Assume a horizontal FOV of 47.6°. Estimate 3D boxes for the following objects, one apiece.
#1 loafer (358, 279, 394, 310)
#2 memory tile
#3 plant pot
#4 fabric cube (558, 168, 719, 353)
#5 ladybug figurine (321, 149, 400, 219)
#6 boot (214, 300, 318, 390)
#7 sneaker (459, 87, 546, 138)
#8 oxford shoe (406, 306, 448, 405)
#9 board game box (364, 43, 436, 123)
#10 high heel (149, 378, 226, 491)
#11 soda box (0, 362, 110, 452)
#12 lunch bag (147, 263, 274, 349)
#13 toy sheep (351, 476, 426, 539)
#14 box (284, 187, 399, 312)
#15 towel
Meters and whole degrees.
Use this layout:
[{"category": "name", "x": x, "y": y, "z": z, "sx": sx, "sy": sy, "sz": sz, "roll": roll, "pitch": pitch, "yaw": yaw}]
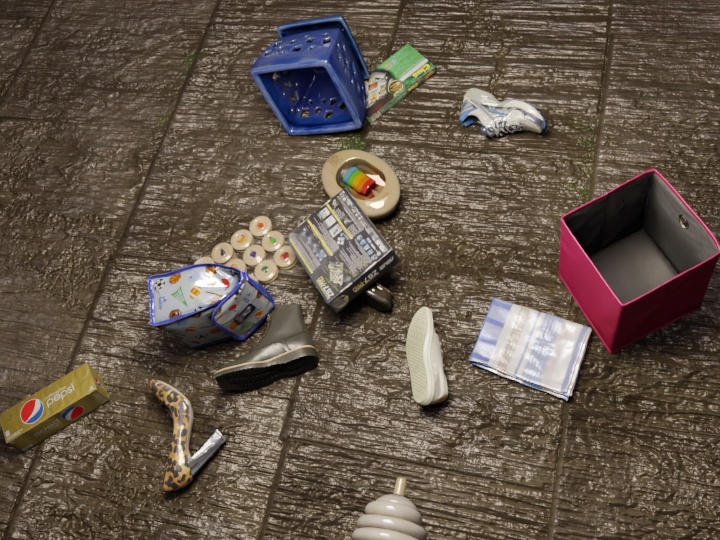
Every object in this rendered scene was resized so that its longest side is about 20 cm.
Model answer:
[{"category": "loafer", "x": 0.000, "y": 0.000, "z": 1.605, "sx": 0.071, "sy": 0.073, "sz": 0.199, "roll": -44, "pitch": 62, "yaw": -11}, {"category": "memory tile", "x": -0.242, "y": -0.017, "z": 1.702, "sx": 0.199, "sy": 0.017, "sz": 0.154, "roll": -37, "pitch": 60, "yaw": -8}, {"category": "plant pot", "x": -0.095, "y": -0.433, "z": 1.783, "sx": 0.196, "sy": 0.201, "sz": 0.182, "roll": -2, "pitch": 54, "yaw": 26}, {"category": "fabric cube", "x": 0.480, "y": -0.013, "z": 1.433, "sx": 0.197, "sy": 0.200, "sz": 0.198, "roll": -27, "pitch": 58, "yaw": -3}, {"category": "ladybug figurine", "x": 0.002, "y": -0.174, "z": 1.701, "sx": 0.136, "sy": 0.072, "sz": 0.199, "roll": -44, "pitch": 62, "yaw": -11}, {"category": "boot", "x": -0.190, "y": 0.144, "z": 1.579, "sx": 0.196, "sy": 0.078, "sz": 0.140, "roll": -12, "pitch": 54, "yaw": -8}, {"category": "sneaker", "x": 0.296, "y": -0.313, "z": 1.720, "sx": 0.198, "sy": 0.077, "sz": 0.086, "roll": 23, "pitch": 78, "yaw": 31}, {"category": "oxford shoe", "x": 0.125, "y": 0.160, "z": 1.504, "sx": 0.057, "sy": 0.075, "sz": 0.203, "roll": 17, "pitch": 48, "yaw": -25}, {"category": "board game box", "x": 0.066, "y": -0.427, "z": 1.853, "sx": 0.199, "sy": 0.024, "sz": 0.105, "roll": -38, "pitch": 58, "yaw": -8}, {"category": "high heel", "x": -0.364, "y": 0.305, "z": 1.520, "sx": 0.199, "sy": 0.072, "sz": 0.143, "roll": 39, "pitch": 69, "yaw": 18}, {"category": "soda box", "x": -0.599, "y": 0.268, "z": 1.600, "sx": 0.198, "sy": 0.064, "sz": 0.068, "roll": -31, "pitch": 59, "yaw": -6}, {"category": "lunch bag", "x": -0.280, "y": 0.065, "z": 1.565, "sx": 0.196, "sy": 0.170, "sz": 0.126, "roll": -16, "pitch": 67, "yaw": 10}, {"category": "toy sheep", "x": 0.048, "y": 0.438, "z": 1.322, "sx": 0.135, "sy": 0.138, "sz": 0.203, "roll": 1, "pitch": 62, "yaw": 13}, {"category": "box", "x": -0.038, "y": -0.043, "z": 1.574, "sx": 0.160, "sy": 0.049, "sz": 0.201, "roll": -38, "pitch": 52, "yaw": 1}, {"category": "towel", "x": 0.311, "y": 0.138, "z": 1.490, "sx": 0.197, "sy": 0.024, "sz": 0.149, "roll": 18, "pitch": 67, "yaw": 21}]
